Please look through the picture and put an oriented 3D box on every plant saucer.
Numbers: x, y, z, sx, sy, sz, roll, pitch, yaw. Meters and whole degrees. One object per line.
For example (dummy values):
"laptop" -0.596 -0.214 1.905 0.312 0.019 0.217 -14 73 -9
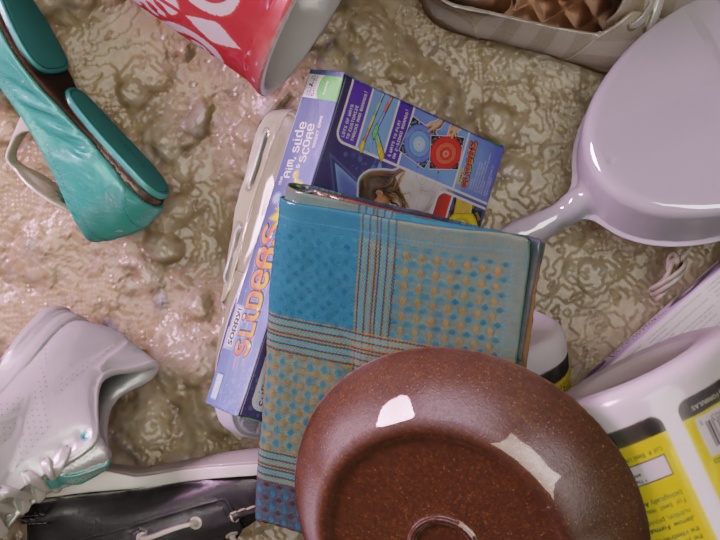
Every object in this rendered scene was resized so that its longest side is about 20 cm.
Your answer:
"plant saucer" 0.049 0.138 0.873 0.200 0.037 0.201 9 114 22

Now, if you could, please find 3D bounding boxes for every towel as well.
"towel" 0.016 0.060 0.896 0.146 0.022 0.201 13 112 19

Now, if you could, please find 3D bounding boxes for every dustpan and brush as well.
"dustpan and brush" 0.152 -0.057 0.986 0.199 0.057 0.140 -27 69 1

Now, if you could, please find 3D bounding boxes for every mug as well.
"mug" -0.099 -0.219 0.997 0.200 0.178 0.134 31 126 4

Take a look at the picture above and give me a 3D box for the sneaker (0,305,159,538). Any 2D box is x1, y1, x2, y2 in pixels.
"sneaker" -0.187 0.106 0.948 0.088 0.075 0.200 20 55 17

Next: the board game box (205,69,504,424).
"board game box" 0.000 0.000 0.982 0.135 0.034 0.201 20 86 -39

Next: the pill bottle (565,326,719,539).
"pill bottle" 0.189 0.140 0.890 0.112 0.112 0.201 -25 91 -2

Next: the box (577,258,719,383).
"box" 0.220 0.019 1.022 0.200 0.039 0.041 -42 89 -2

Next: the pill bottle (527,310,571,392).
"pill bottle" 0.071 0.130 0.969 0.111 0.111 0.201 -8 105 -2

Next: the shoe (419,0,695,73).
"shoe" 0.134 -0.158 1.017 0.199 0.053 0.070 6 89 -1

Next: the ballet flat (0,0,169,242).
"ballet flat" -0.197 -0.099 1.005 0.070 0.067 0.200 -36 88 12

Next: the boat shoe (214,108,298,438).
"boat shoe" -0.049 -0.001 1.009 0.072 0.062 0.201 20 87 -46

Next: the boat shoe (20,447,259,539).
"boat shoe" -0.103 0.141 0.995 0.199 0.074 0.061 -6 89 1

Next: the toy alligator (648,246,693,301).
"toy alligator" 0.226 -0.072 1.014 0.054 0.059 0.200 43 88 0
